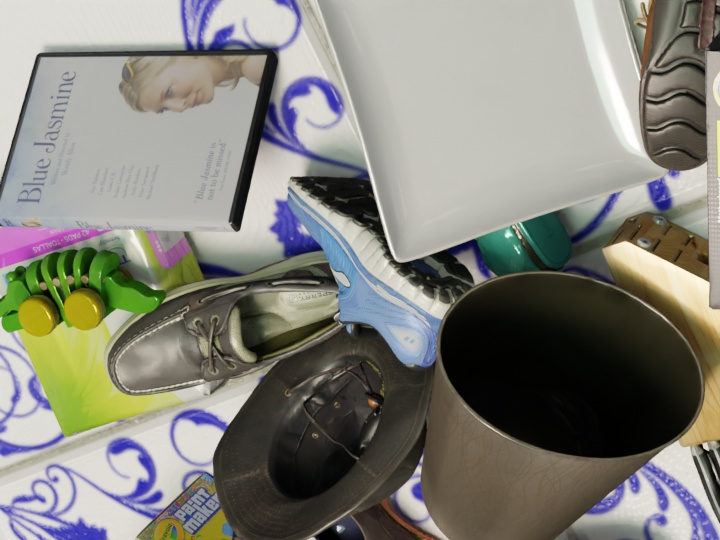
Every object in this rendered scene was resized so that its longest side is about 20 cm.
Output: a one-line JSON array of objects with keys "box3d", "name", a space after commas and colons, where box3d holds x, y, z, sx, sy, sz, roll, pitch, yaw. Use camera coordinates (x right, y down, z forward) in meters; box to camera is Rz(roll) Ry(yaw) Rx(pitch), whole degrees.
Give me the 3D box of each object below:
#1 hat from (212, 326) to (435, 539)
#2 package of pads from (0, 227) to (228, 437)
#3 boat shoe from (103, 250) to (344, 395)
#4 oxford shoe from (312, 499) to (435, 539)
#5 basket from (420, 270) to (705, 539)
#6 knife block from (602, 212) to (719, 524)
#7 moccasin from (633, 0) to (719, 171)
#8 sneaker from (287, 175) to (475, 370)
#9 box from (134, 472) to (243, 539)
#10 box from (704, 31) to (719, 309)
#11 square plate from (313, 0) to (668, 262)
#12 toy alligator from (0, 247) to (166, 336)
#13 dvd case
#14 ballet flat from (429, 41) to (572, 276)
[{"box3d": [-0.010, 0.128, 1.480, 0.200, 0.201, 0.081, -21, 136, 29], "name": "hat"}, {"box3d": [-0.195, 0.016, 1.549, 0.154, 0.068, 0.200, -16, 104, 29], "name": "package of pads"}, {"box3d": [-0.092, 0.042, 1.468, 0.200, 0.066, 0.072, -20, 105, -3], "name": "boat shoe"}, {"box3d": [0.017, 0.229, 1.538, 0.200, 0.073, 0.071, 45, 121, 1], "name": "oxford shoe"}, {"box3d": [0.116, 0.109, 1.378, 0.180, 0.136, 0.200, 10, 148, -8], "name": "basket"}, {"box3d": [0.237, 0.079, 1.388, 0.200, 0.064, 0.176, 27, 118, 11], "name": "knife block"}, {"box3d": [0.214, -0.165, 1.302, 0.073, 0.078, 0.202, -1, 107, 7], "name": "moccasin"}, {"box3d": [0.000, 0.000, 1.410, 0.200, 0.078, 0.089, 49, 129, 45], "name": "sneaker"}, {"box3d": [-0.115, 0.309, 1.600, 0.192, 0.122, 0.200, 35, 120, 8], "name": "box"}, {"box3d": [0.253, -0.083, 1.238, 0.044, 0.200, 0.161, 3, 112, 21], "name": "box"}, {"box3d": [0.087, -0.129, 1.340, 0.199, 0.028, 0.199, -18, 100, -6], "name": "square plate"}, {"box3d": [-0.236, 0.015, 1.492, 0.199, 0.059, 0.054, -8, 107, 27], "name": "toy alligator"}, {"box3d": [-0.165, -0.096, 1.466, 0.199, 0.018, 0.143, 2, 66, 23], "name": "dvd case"}, {"box3d": [0.076, -0.079, 1.398, 0.070, 0.067, 0.200, -19, 100, 43], "name": "ballet flat"}]
